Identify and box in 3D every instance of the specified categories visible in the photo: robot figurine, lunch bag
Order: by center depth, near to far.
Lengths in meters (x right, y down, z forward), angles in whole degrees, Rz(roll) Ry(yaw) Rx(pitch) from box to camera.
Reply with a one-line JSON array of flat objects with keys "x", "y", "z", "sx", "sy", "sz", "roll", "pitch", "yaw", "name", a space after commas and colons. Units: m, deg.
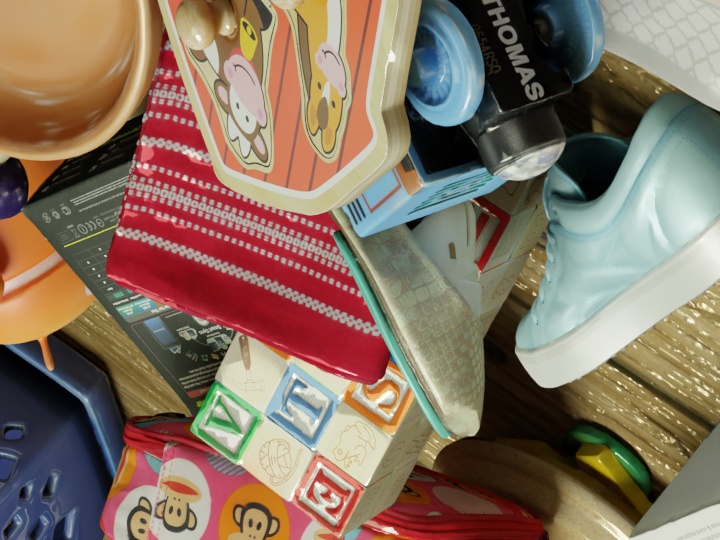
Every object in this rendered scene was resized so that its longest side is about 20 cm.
[{"x": -0.012, "y": 0.130, "z": 1.166, "sx": 0.199, "sy": 0.082, "sz": 0.176, "roll": 16, "pitch": -177, "yaw": 33, "name": "lunch bag"}, {"x": -0.217, "y": -0.043, "z": 1.344, "sx": 0.144, "sy": 0.116, "sz": 0.201, "roll": 13, "pitch": 135, "yaw": 59, "name": "robot figurine"}]

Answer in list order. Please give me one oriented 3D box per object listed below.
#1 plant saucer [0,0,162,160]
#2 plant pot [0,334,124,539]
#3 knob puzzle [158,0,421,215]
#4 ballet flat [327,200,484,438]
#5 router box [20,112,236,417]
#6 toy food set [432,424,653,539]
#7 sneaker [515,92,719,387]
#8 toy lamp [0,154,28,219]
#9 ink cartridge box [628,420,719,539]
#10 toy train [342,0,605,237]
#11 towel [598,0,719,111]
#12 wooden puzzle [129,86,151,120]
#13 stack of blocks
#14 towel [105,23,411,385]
[{"x": -0.160, "y": -0.143, "z": 0.991, "sx": 0.199, "sy": 0.037, "sz": 0.201, "roll": 22, "pitch": 133, "yaw": 26, "name": "plant saucer"}, {"x": -0.276, "y": 0.137, "z": 1.665, "sx": 0.199, "sy": 0.180, "sz": 0.201, "roll": 30, "pitch": 153, "yaw": 25, "name": "plant pot"}, {"x": -0.044, "y": -0.104, "z": 0.838, "sx": 0.220, "sy": 0.030, "sz": 0.221, "roll": 41, "pitch": 140, "yaw": 47, "name": "knob puzzle"}, {"x": 0.010, "y": -0.031, "z": 0.910, "sx": 0.201, "sy": 0.062, "sz": 0.067, "roll": 60, "pitch": -174, "yaw": 2, "name": "ballet flat"}, {"x": -0.053, "y": -0.016, "z": 1.147, "sx": 0.199, "sy": 0.062, "sz": 0.150, "roll": -18, "pitch": 117, "yaw": 45, "name": "router box"}, {"x": 0.122, "y": 0.159, "z": 1.239, "sx": 0.200, "sy": 0.049, "sz": 0.198, "roll": 53, "pitch": 154, "yaw": -20, "name": "toy food set"}, {"x": 0.106, "y": -0.018, "z": 0.956, "sx": 0.082, "sy": 0.074, "sz": 0.200, "roll": 50, "pitch": 148, "yaw": 3, "name": "sneaker"}, {"x": -0.161, "y": -0.116, "z": 1.130, "sx": 0.058, "sy": 0.058, "sz": 0.201, "roll": 37, "pitch": 125, "yaw": 14, "name": "toy lamp"}, {"x": 0.233, "y": 0.117, "z": 0.897, "sx": 0.200, "sy": 0.129, "sz": 0.125, "roll": 43, "pitch": 156, "yaw": -2, "name": "ink cartridge box"}, {"x": 0.010, "y": -0.115, "z": 0.850, "sx": 0.114, "sy": 0.086, "sz": 0.201, "roll": -37, "pitch": 76, "yaw": 55, "name": "toy train"}, {"x": 0.144, "y": -0.110, "z": 0.779, "sx": 0.199, "sy": 0.032, "sz": 0.191, "roll": 32, "pitch": 154, "yaw": 23, "name": "towel"}, {"x": -0.094, "y": -0.027, "z": 1.284, "sx": 0.184, "sy": 0.037, "sz": 0.201, "roll": 22, "pitch": 149, "yaw": 40, "name": "wooden puzzle"}, {"x": 0.000, "y": 0.000, "z": 1.011, "sx": 0.115, "sy": 0.059, "sz": 0.201, "roll": 34, "pitch": 114, "yaw": 17, "name": "stack of blocks"}, {"x": -0.028, "y": -0.065, "z": 0.966, "sx": 0.144, "sy": 0.022, "sz": 0.201, "roll": 23, "pitch": 110, "yaw": 21, "name": "towel"}]
